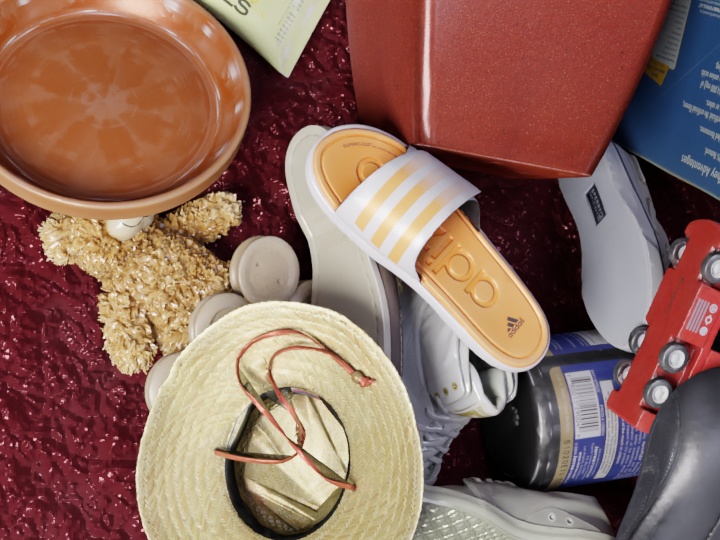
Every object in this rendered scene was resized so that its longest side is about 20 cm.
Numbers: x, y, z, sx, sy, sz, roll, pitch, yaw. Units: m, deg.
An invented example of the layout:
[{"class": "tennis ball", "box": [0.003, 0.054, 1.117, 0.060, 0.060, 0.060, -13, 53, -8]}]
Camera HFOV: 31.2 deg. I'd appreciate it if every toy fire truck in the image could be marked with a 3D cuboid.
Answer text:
[{"class": "toy fire truck", "box": [0.248, 0.080, 0.893, 0.140, 0.049, 0.202, 21, 96, -23]}]

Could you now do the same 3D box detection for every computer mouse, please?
[{"class": "computer mouse", "box": [0.228, 0.165, 0.854, 0.136, 0.053, 0.203, 8, 105, -16]}]

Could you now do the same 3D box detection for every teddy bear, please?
[{"class": "teddy bear", "box": [-0.126, 0.010, 0.892, 0.144, 0.067, 0.202, -28, 95, -21]}]

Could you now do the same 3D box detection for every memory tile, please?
[{"class": "memory tile", "box": [-0.047, 0.088, 0.903, 0.200, 0.017, 0.154, 47, 66, -27]}]

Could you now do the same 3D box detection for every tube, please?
[{"class": "tube", "box": [-0.115, -0.228, 0.932, 0.199, 0.052, 0.058, 34, 116, -17]}]

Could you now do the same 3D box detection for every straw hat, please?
[{"class": "straw hat", "box": [-0.043, 0.124, 0.839, 0.198, 0.085, 0.204, -1, 85, 10]}]

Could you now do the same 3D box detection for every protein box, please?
[{"class": "protein box", "box": [0.307, -0.162, 0.954, 0.133, 0.199, 0.203, 5, 107, -17]}]

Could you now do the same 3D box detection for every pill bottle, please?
[{"class": "pill bottle", "box": [0.198, 0.098, 0.967, 0.197, 0.112, 0.114, -5, 86, -18]}]

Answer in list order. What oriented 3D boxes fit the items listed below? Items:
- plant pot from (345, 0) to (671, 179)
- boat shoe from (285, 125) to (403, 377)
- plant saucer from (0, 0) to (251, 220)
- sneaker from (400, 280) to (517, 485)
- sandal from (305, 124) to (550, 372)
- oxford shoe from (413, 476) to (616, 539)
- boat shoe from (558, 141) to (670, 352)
[{"class": "plant pot", "box": [0.094, -0.163, 0.925, 0.197, 0.200, 0.179, 8, 90, -17]}, {"class": "boat shoe", "box": [0.000, 0.000, 0.885, 0.059, 0.071, 0.203, -5, 81, -48]}, {"class": "plant saucer", "box": [-0.173, -0.118, 0.874, 0.197, 0.032, 0.203, 6, 58, -9]}, {"class": "sneaker", "box": [0.048, 0.105, 0.892, 0.073, 0.115, 0.203, 7, 89, -37]}, {"class": "sandal", "box": [0.056, -0.023, 0.833, 0.206, 0.059, 0.079, 44, 64, -4]}, {"class": "oxford shoe", "box": [0.089, 0.172, 0.887, 0.197, 0.076, 0.058, 14, 43, -20]}, {"class": "boat shoe", "box": [0.204, -0.020, 0.972, 0.069, 0.071, 0.202, 18, 41, -28]}]
